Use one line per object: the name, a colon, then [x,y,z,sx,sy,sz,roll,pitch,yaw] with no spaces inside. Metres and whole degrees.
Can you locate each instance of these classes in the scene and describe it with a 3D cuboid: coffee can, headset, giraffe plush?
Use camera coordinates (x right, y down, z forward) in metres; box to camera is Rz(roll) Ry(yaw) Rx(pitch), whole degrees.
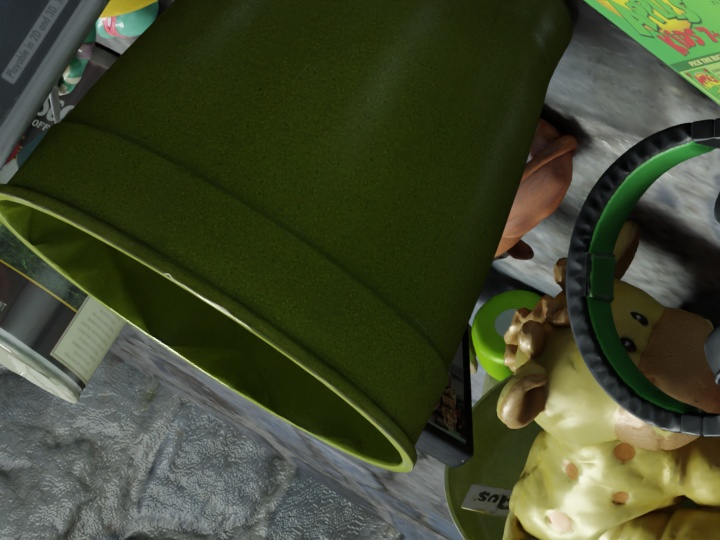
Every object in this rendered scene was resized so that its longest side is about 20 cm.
coffee can: [-0.197,-0.033,1.500,0.146,0.200,0.146,31,169,7]
headset: [0.178,0.005,0.870,0.199,0.124,0.094,1,177,37]
giraffe plush: [0.137,0.067,1.128,0.199,0.173,0.163,-5,134,10]

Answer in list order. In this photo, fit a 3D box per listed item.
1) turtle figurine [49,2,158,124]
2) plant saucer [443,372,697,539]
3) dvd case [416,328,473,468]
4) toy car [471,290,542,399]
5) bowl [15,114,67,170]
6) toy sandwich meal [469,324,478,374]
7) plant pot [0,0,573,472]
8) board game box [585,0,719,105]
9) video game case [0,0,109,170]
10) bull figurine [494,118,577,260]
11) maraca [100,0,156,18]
turtle figurine: [-0.166,-0.154,1.148,0.200,0.101,0.150,42,167,32]
plant saucer: [0.146,0.119,1.227,0.200,0.200,0.031,26,141,32]
dvd case: [0.000,0.000,1.190,0.142,0.018,0.200,31,-145,-25]
toy car: [0.171,0.116,1.391,0.199,0.158,0.165,4,147,15]
bowl: [-0.087,-0.049,1.286,0.200,0.105,0.201,35,-169,-8]
toy sandwich meal: [-0.011,0.010,1.430,0.205,0.070,0.205,44,176,4]
plant pot: [-0.014,-0.053,0.906,0.200,0.193,0.200,31,169,7]
board game box: [0.134,-0.099,0.667,0.101,0.048,0.200,36,169,-14]
video game case: [-0.171,-0.158,0.865,0.181,0.200,0.023,32,174,1]
bull figurine: [0.044,-0.028,1.119,0.065,0.121,0.200,63,164,8]
maraca: [-0.141,-0.171,0.977,0.200,0.107,0.137,24,159,54]
